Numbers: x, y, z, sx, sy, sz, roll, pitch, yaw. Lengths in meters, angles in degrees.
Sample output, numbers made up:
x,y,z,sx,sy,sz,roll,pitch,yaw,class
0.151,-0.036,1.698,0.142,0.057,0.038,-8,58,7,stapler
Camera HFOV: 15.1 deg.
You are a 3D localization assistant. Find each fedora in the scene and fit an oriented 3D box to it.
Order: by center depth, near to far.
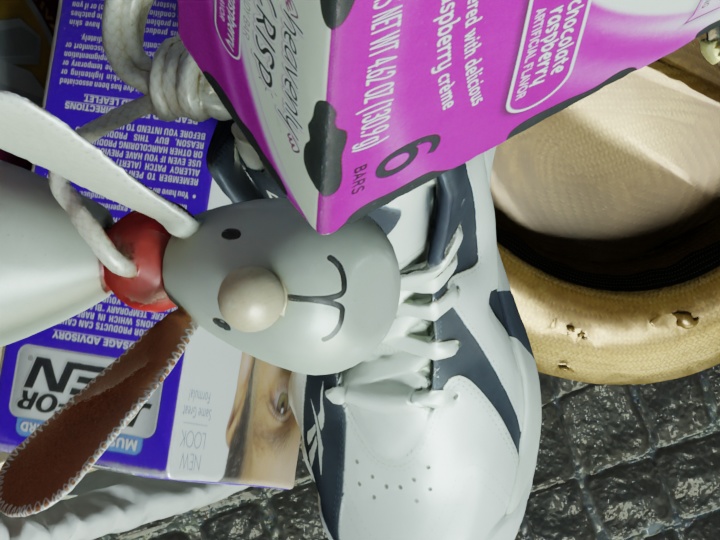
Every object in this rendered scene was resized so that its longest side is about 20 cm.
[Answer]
x,y,z,sx,sy,sz,roll,pitch,yaw,class
0.079,-0.061,0.927,0.199,0.202,0.082,-18,-166,-4,fedora

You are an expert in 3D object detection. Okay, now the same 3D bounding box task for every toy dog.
x,y,z,sx,sy,sz,roll,pitch,yaw,class
-0.100,-0.004,0.679,0.199,0.133,0.096,-19,179,28,toy dog

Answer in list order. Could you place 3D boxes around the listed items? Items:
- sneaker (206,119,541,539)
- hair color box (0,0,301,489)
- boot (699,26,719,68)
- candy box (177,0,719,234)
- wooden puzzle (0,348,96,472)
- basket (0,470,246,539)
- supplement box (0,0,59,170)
x,y,z,sx,sy,sz,roll,pitch,yaw,class
0.000,0.000,0.752,0.079,0.201,0.129,7,-176,20,sneaker
-0.048,-0.038,0.813,0.064,0.202,0.109,9,177,19,hair color box
0.080,-0.099,0.671,0.073,0.151,0.200,-30,-171,30,boot
0.063,-0.103,0.522,0.199,0.061,0.137,-29,157,-17,candy box
-0.111,-0.019,1.010,0.199,0.186,0.037,-19,-167,-8,wooden puzzle
-0.174,0.024,1.155,0.160,0.201,0.198,-15,177,32,basket
-0.138,-0.047,0.859,0.103,0.132,0.200,-20,176,19,supplement box
